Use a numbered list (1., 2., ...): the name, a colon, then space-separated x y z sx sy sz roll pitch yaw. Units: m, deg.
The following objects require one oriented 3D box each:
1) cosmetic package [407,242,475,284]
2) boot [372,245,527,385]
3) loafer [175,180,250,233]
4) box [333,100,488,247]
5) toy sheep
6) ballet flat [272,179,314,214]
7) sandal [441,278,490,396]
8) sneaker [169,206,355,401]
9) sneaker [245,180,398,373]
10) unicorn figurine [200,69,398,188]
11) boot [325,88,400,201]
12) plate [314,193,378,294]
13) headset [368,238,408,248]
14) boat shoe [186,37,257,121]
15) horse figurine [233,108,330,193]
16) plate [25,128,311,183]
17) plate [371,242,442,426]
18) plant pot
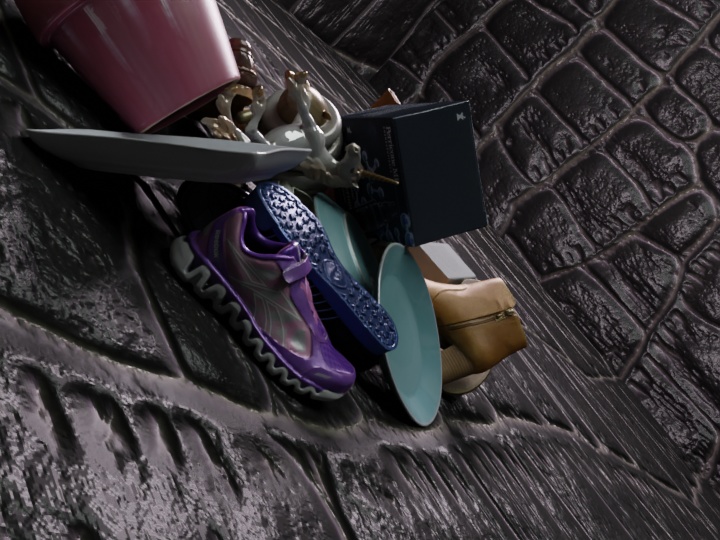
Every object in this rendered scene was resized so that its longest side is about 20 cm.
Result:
1. cosmetic package: 0.089 0.017 1.296 0.074 0.102 0.200 49 12 10
2. boot: 0.113 0.035 1.164 0.202 0.143 0.071 62 -18 9
3. loafer: -0.107 -0.028 0.909 0.200 0.072 0.063 37 -4 -35
4. box: 0.049 -0.121 1.122 0.200 0.106 0.150 15 -61 62
5. toy sheep: -0.086 -0.142 1.110 0.137 0.201 0.139 9 52 -12
6. ballet flat: -0.080 -0.060 1.039 0.200 0.067 0.073 16 66 -67
7. sandal: 0.136 0.107 1.234 0.077 0.070 0.213 16 44 4
8. sneaker: -0.069 0.024 0.799 0.200 0.088 0.081 46 11 -4
9. sneaker: -0.052 0.014 0.865 0.201 0.078 0.070 53 28 -3
10. unicorn figurine: -0.072 -0.140 0.990 0.074 0.198 0.139 32 -44 62
11. boot: -0.031 -0.185 1.306 0.068 0.200 0.189 35 17 -40
12. plate: 0.000 0.000 1.061 0.200 0.025 0.202 -23 90 -81
13. headset: 0.051 -0.051 1.400 0.123 0.094 0.200 42 2 -15
14. boat shoe: -0.165 -0.224 1.112 0.070 0.071 0.200 4 -4 -24
15. horse figurine: -0.116 -0.171 1.230 0.199 0.050 0.133 26 -19 28
16. plate: -0.159 -0.102 0.823 0.197 0.033 0.200 6 9 9
17. plate: 0.047 0.070 1.011 0.200 0.025 0.202 -11 90 -70
18. plant pot: -0.221 -0.246 0.952 0.180 0.199 0.200 59 11 -9
